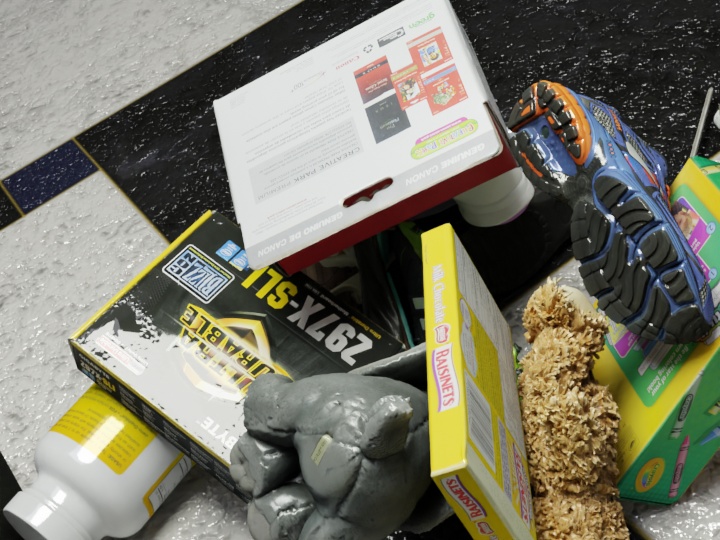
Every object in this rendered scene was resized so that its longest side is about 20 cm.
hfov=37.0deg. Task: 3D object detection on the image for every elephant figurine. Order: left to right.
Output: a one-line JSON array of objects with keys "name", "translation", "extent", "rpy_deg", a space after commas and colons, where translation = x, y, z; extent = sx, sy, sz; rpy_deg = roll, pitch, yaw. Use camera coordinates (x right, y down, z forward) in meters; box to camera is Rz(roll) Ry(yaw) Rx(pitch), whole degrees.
[{"name": "elephant figurine", "translation": [0.025, 0.106, 0.696], "extent": [0.155, 0.142, 0.199], "rpy_deg": [21, 21, 41]}]

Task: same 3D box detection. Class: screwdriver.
[{"name": "screwdriver", "translation": [0.292, -0.100, 0.956], "extent": [0.029, 0.028, 0.200], "rpy_deg": [-28, 27, 41]}]

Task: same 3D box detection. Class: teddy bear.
[{"name": "teddy bear", "translation": [0.124, 0.104, 0.687], "extent": [0.066, 0.201, 0.145], "rpy_deg": [-2, 4, -7]}]

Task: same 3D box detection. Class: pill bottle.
[{"name": "pill bottle", "translation": [-0.183, 0.135, 0.846], "extent": [0.104, 0.105, 0.200], "rpy_deg": [15, 52, 36]}]

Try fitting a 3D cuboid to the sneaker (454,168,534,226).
[{"name": "sneaker", "translation": [0.064, -0.104, 0.907], "extent": [0.075, 0.100, 0.200], "rpy_deg": [-44, 33, -16]}]

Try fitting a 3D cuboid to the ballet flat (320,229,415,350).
[{"name": "ballet flat", "translation": [0.000, 0.000, 0.890], "extent": [0.068, 0.068, 0.201], "rpy_deg": [-11, 67, 2]}]

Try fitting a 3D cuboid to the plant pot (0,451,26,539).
[{"name": "plant pot", "translation": [-0.353, 0.203, 0.792], "extent": [0.199, 0.200, 0.178], "rpy_deg": [-9, 31, 15]}]

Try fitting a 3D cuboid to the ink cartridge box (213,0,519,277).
[{"name": "ink cartridge box", "translation": [0.005, -0.087, 0.796], "extent": [0.199, 0.084, 0.176], "rpy_deg": [-25, 52, 13]}]

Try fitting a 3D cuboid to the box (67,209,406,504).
[{"name": "box", "translation": [-0.090, 0.065, 0.810], "extent": [0.200, 0.049, 0.160], "rpy_deg": [35, 58, 17]}]

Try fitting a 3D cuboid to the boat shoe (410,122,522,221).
[{"name": "boat shoe", "translation": [0.082, -0.101, 1.025], "extent": [0.199, 0.070, 0.066], "rpy_deg": [-17, 17, 16]}]

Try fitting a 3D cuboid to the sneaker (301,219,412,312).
[{"name": "sneaker", "translation": [-0.025, 0.011, 0.941], "extent": [0.075, 0.071, 0.200], "rpy_deg": [23, 58, 34]}]

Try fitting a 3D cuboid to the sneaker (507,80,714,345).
[{"name": "sneaker", "translation": [0.172, -0.044, 0.686], "extent": [0.078, 0.075, 0.201], "rpy_deg": [-5, 58, -31]}]

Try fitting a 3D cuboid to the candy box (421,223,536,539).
[{"name": "candy box", "translation": [0.068, 0.070, 0.635], "extent": [0.026, 0.102, 0.200], "rpy_deg": [-19, 36, 16]}]

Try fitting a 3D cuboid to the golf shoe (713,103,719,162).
[{"name": "golf shoe", "translation": [0.344, -0.116, 0.930], "extent": [0.097, 0.079, 0.200], "rpy_deg": [2, 37, 50]}]

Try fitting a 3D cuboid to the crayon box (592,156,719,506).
[{"name": "crayon box", "translation": [0.212, 0.042, 0.710], "extent": [0.058, 0.201, 0.119], "rpy_deg": [13, 32, -25]}]

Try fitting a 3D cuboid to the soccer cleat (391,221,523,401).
[{"name": "soccer cleat", "translation": [0.064, 0.045, 0.832], "extent": [0.081, 0.067, 0.200], "rpy_deg": [-46, 52, 22]}]

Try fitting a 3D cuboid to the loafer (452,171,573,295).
[{"name": "loafer", "translation": [0.141, -0.046, 0.938], "extent": [0.199, 0.073, 0.071], "rpy_deg": [-32, 28, -14]}]
